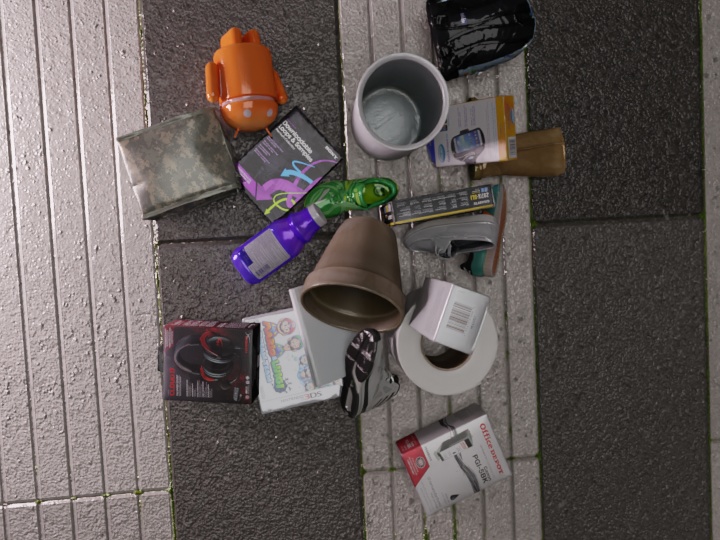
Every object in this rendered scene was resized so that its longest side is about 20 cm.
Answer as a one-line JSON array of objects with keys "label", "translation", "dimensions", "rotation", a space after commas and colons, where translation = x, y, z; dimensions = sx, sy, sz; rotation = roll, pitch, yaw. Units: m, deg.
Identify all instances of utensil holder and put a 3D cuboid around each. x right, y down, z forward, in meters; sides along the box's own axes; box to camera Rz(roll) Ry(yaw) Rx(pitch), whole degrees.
[{"label": "utensil holder", "translation": [0.067, -0.301, 1.174], "dimensions": [0.167, 0.200, 0.173], "rotation": [0, 92, -5]}]

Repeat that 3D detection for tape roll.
[{"label": "tape roll", "translation": [0.160, 0.136, 1.234], "dimensions": [0.200, 0.139, 0.206], "rotation": [0, 93, -6]}]

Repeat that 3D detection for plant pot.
[{"label": "plant pot", "translation": [0.000, 0.000, 1.175], "dimensions": [0.198, 0.200, 0.175], "rotation": [16, 62, -6]}]

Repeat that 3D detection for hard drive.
[{"label": "hard drive", "translation": [-0.059, 0.118, 1.244], "dimensions": [0.131, 0.026, 0.203], "rotation": [-17, 95, -27]}]

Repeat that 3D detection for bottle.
[{"label": "bottle", "translation": [-0.158, -0.057, 1.210], "dimensions": [0.199, 0.065, 0.084], "rotation": [-35, 100, 11]}]

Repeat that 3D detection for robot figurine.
[{"label": "robot figurine", "translation": [-0.219, -0.359, 1.184], "dimensions": [0.115, 0.144, 0.203], "rotation": [-6, 92, 16]}]

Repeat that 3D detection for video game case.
[{"label": "video game case", "translation": [-0.136, 0.179, 1.264], "dimensions": [0.180, 0.024, 0.203], "rotation": [-11, 93, -5]}]

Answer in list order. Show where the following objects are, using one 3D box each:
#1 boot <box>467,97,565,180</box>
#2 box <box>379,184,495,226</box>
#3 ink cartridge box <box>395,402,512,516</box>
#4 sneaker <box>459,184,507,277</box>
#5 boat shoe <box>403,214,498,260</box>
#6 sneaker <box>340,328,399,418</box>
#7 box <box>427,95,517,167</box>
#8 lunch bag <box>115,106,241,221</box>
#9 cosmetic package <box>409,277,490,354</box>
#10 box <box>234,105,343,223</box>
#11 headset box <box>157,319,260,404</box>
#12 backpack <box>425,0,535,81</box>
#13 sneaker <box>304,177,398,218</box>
[{"label": "boot", "translation": [0.320, -0.277, 1.272], "dimensions": [0.197, 0.066, 0.178], "rotation": [-7, 102, -6]}, {"label": "box", "translation": [0.145, -0.125, 1.210], "dimensions": [0.197, 0.160, 0.050], "rotation": [-10, 94, -6]}, {"label": "ink cartridge box", "translation": [0.193, 0.392, 1.277], "dimensions": [0.198, 0.083, 0.148], "rotation": [-25, 94, -4]}, {"label": "sneaker", "translation": [0.254, -0.087, 1.266], "dimensions": [0.079, 0.071, 0.203], "rotation": [7, 74, 25]}, {"label": "boat shoe", "translation": [0.178, -0.057, 1.225], "dimensions": [0.197, 0.072, 0.069], "rotation": [-6, 57, 20]}, {"label": "sneaker", "translation": [0.030, 0.197, 1.238], "dimensions": [0.114, 0.076, 0.203], "rotation": [-8, 123, -39]}, {"label": "box", "translation": [0.214, -0.271, 1.213], "dimensions": [0.041, 0.199, 0.121], "rotation": [-14, 103, -39]}, {"label": "lunch bag", "translation": [-0.339, -0.204, 1.179], "dimensions": [0.198, 0.118, 0.166], "rotation": [-19, 93, 0]}, {"label": "cosmetic package", "translation": [0.149, 0.073, 1.060], "dimensions": [0.073, 0.200, 0.103], "rotation": [20, 91, -6]}, {"label": "box", "translation": [-0.152, -0.212, 1.238], "dimensions": [0.200, 0.036, 0.143], "rotation": [-45, 96, -4]}, {"label": "headset box", "translation": [-0.302, 0.178, 1.210], "dimensions": [0.197, 0.075, 0.151], "rotation": [3, 95, 3]}, {"label": "backpack", "translation": [0.247, -0.479, 1.223], "dimensions": [0.198, 0.154, 0.165], "rotation": [-15, 92, 17]}, {"label": "sneaker", "translation": [-0.019, -0.153, 1.230], "dimensions": [0.197, 0.084, 0.075], "rotation": [-14, 94, -4]}]
